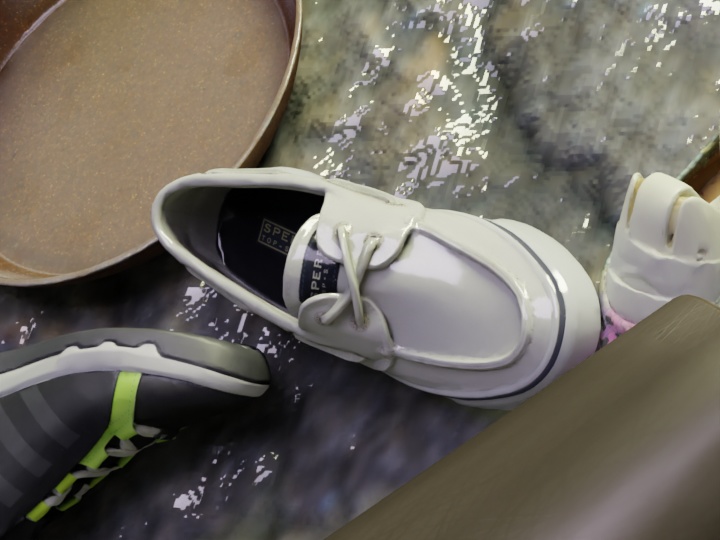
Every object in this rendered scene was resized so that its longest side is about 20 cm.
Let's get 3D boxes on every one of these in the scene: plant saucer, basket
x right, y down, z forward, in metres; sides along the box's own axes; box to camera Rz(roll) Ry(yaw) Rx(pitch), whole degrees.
[{"bbox_3d":[-0.106,-0.073,1.216,0.199,0.035,0.201,-15,54,22],"label":"plant saucer"},{"bbox_3d":[0.070,0.115,0.918,0.200,0.136,0.180,-44,71,-8],"label":"basket"}]

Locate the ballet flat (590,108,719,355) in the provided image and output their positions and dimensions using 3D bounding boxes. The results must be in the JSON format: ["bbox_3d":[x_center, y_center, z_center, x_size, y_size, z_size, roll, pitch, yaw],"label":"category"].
[{"bbox_3d":[0.136,-0.030,1.014,0.069,0.071,0.200,32,79,40],"label":"ballet flat"}]

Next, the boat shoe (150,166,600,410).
[{"bbox_3d":[0.000,0.000,1.062,0.199,0.065,0.072,26,105,43],"label":"boat shoe"}]

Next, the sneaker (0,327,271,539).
[{"bbox_3d":[-0.121,0.073,1.119,0.199,0.072,0.083,-11,79,26],"label":"sneaker"}]
